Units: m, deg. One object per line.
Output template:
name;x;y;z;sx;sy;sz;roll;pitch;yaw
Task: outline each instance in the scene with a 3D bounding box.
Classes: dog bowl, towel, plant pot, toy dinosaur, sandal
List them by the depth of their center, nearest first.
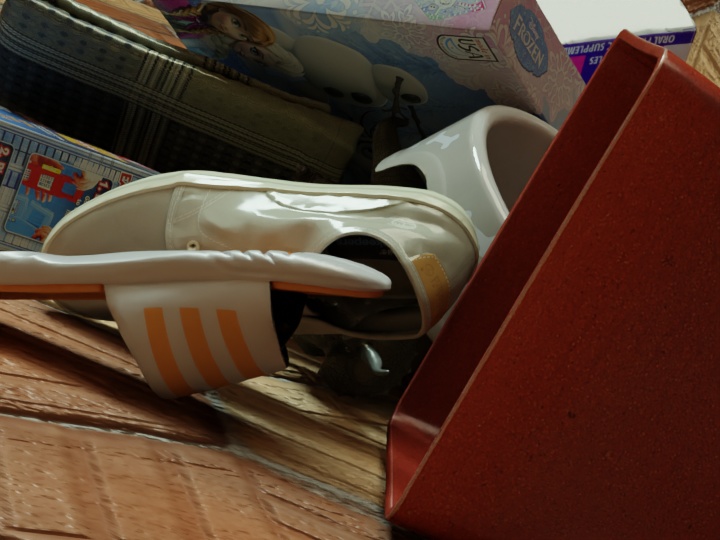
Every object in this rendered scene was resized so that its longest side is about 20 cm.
plant pot;0.134;0.038;1.055;0.176;0.200;0.200;31;7;-4
sandal;-0.086;0.023;1.080;0.206;0.059;0.079;-1;-3;16
dog bowl;0.093;0.008;1.240;0.200;0.059;0.200;40;25;-23
toy dinosaur;0.000;0.000;1.261;0.102;0.077;0.200;18;34;14
towel;-0.102;-0.075;1.399;0.200;0.035;0.193;24;-25;-4

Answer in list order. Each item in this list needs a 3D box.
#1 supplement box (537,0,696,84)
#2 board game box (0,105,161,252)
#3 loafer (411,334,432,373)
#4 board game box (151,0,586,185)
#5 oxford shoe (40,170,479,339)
supplement box;0.101;-0.088;1.494;0.101;0.200;0.104;-9;50;-21
board game box;-0.196;-0.054;1.295;0.199;0.062;0.200;21;2;-19
loafer;0.010;0.003;1.372;0.067;0.076;0.200;20;3;-20
board game box;0.020;-0.092;1.357;0.199;0.043;0.200;8;-25;30
oxford shoe;-0.049;0.000;1.142;0.199;0.075;0.058;0;38;17
